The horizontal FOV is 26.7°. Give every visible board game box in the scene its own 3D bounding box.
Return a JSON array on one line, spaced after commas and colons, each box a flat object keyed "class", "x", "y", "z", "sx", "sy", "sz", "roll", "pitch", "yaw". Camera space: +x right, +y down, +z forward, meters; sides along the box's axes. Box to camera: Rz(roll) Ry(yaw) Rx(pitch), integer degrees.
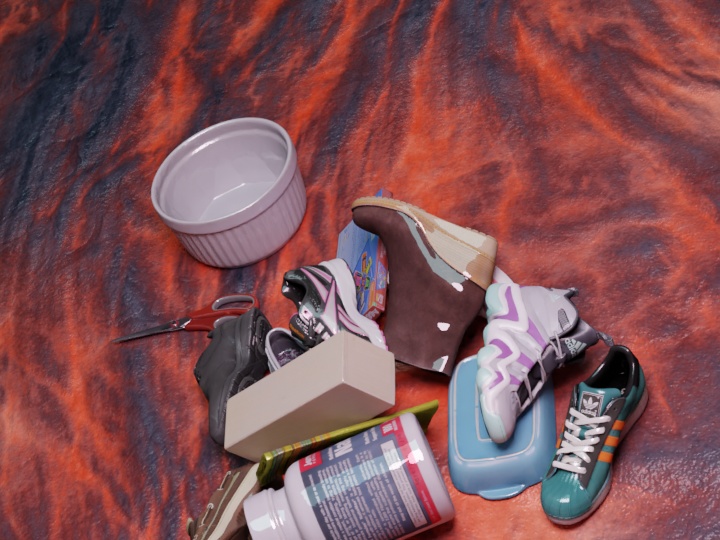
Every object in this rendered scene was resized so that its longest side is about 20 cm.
[{"class": "board game box", "x": 0.000, "y": 0.000, "z": 1.839, "sx": 0.103, "sy": 0.019, "sz": 0.201, "roll": -47, "pitch": 26, "yaw": 39}]

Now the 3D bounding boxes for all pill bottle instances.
[{"class": "pill bottle", "x": -0.013, "y": 0.238, "z": 1.565, "sx": 0.199, "sy": 0.120, "sz": 0.120, "roll": -24, "pitch": 41, "yaw": 1}]

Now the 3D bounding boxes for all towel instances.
[{"class": "towel", "x": -0.014, "y": 0.184, "z": 1.617, "sx": 0.198, "sy": 0.086, "sz": 0.018, "roll": -16, "pitch": 72, "yaw": -15}]

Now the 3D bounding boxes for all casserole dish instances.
[{"class": "casserole dish", "x": 0.148, "y": 0.155, "z": 1.637, "sx": 0.120, "sy": 0.039, "sz": 0.201, "roll": -11, "pitch": 42, "yaw": 14}]

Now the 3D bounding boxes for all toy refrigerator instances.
[{"class": "toy refrigerator", "x": -0.056, "y": 0.139, "z": 1.629, "sx": 0.199, "sy": 0.076, "sz": 0.070, "roll": -33, "pitch": 44, "yaw": 39}]

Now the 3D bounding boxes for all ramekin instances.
[{"class": "ramekin", "x": -0.164, "y": -0.096, "z": 1.995, "sx": 0.198, "sy": 0.105, "sz": 0.201, "roll": -13, "pitch": 43, "yaw": 13}]

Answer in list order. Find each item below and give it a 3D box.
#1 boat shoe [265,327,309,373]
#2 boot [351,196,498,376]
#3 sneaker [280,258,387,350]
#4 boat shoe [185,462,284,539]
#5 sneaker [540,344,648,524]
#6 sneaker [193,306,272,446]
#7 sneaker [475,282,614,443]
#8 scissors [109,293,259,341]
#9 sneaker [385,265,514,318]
[{"class": "boat shoe", "x": -0.050, "y": 0.134, "z": 1.727, "sx": 0.072, "sy": 0.069, "sz": 0.200, "roll": -29, "pitch": 44, "yaw": -7}, {"class": "boot", "x": 0.047, "y": 0.015, "z": 1.710, "sx": 0.199, "sy": 0.072, "sz": 0.168, "roll": 20, "pitch": 83, "yaw": 29}, {"class": "sneaker", "x": -0.037, "y": 0.073, "z": 1.713, "sx": 0.086, "sy": 0.081, "sz": 0.201, "roll": -3, "pitch": 42, "yaw": -26}, {"class": "boat shoe", "x": -0.153, "y": 0.289, "z": 1.623, "sx": 0.074, "sy": 0.075, "sz": 0.203, "roll": 0, "pitch": 35, "yaw": 29}, {"class": "sneaker", "x": 0.233, "y": 0.162, "z": 1.554, "sx": 0.071, "sy": 0.080, "sz": 0.201, "roll": 11, "pitch": 53, "yaw": 31}, {"class": "sneaker", "x": -0.156, "y": 0.133, "z": 1.791, "sx": 0.090, "sy": 0.076, "sz": 0.201, "roll": -18, "pitch": 34, "yaw": 22}, {"class": "sneaker", "x": 0.197, "y": 0.090, "z": 1.596, "sx": 0.139, "sy": 0.078, "sz": 0.201, "roll": -3, "pitch": 51, "yaw": 15}, {"class": "scissors", "x": -0.222, "y": 0.063, "z": 1.931, "sx": 0.198, "sy": 0.014, "sz": 0.074, "roll": -4, "pitch": 48, "yaw": 23}, {"class": "sneaker", "x": 0.102, "y": 0.030, "z": 1.762, "sx": 0.104, "sy": 0.076, "sz": 0.200, "roll": -40, "pitch": 41, "yaw": -14}]
